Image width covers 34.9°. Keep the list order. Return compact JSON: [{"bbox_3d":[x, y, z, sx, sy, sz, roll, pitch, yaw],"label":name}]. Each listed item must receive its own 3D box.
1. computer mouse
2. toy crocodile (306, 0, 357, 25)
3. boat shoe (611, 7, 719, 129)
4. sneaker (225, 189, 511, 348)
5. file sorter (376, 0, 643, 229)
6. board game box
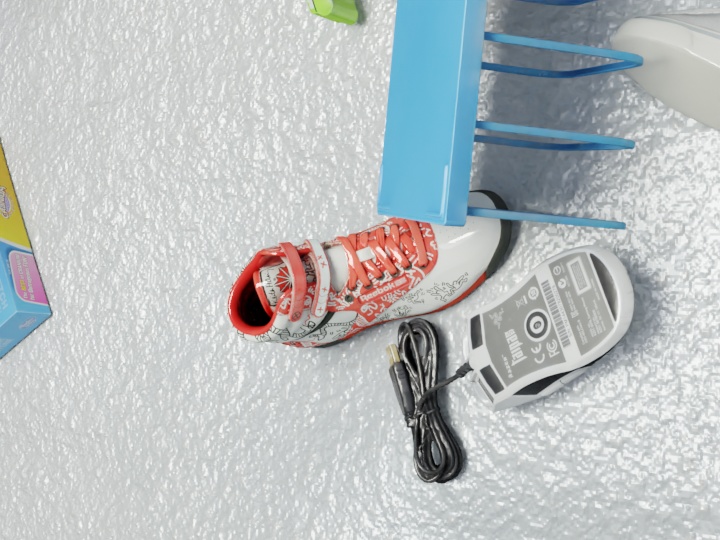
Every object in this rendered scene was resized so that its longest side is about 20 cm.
[{"bbox_3d":[0.101,0.054,0.739,0.199,0.043,0.111,-32,62,36],"label":"computer mouse"},{"bbox_3d":[-0.040,-0.278,0.860,0.061,0.067,0.203,-26,70,30],"label":"toy crocodile"},{"bbox_3d":[0.236,-0.122,0.645,0.199,0.072,0.069,22,70,47],"label":"boat shoe"},{"bbox_3d":[0.000,0.001,0.776,0.199,0.107,0.068,-26,70,31],"label":"sneaker"},{"bbox_3d":[0.092,-0.126,0.677,0.139,0.120,0.204,-160,75,-75],"label":"file sorter"},{"bbox_3d":[-0.381,-0.009,1.100,0.152,0.040,0.203,-36,65,28],"label":"board game box"}]
